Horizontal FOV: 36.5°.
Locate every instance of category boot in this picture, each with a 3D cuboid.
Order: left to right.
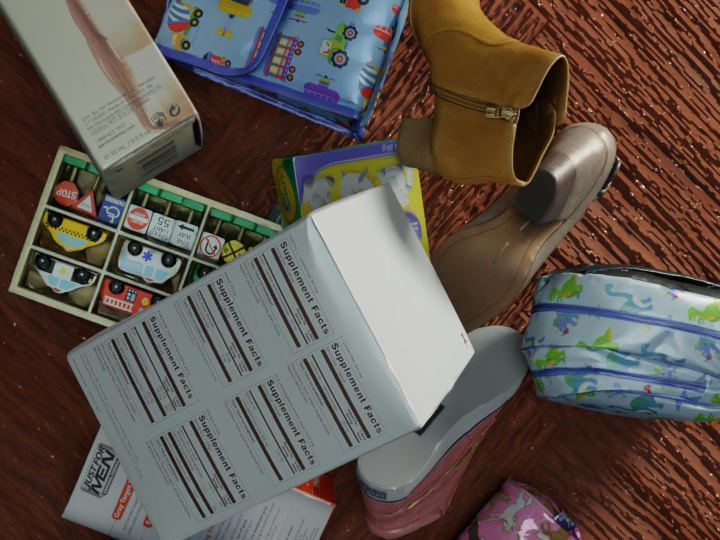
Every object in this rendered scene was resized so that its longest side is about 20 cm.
[{"bbox_3d":[0.100,-0.164,0.822,0.070,0.143,0.205,10,90,-40],"label":"boot"},{"bbox_3d":[0.136,-0.033,0.887,0.070,0.146,0.201,45,120,11],"label":"boot"}]

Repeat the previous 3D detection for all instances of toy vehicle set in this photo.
[{"bbox_3d":[-0.171,-0.010,0.893,0.197,0.027,0.126,19,89,-2],"label":"toy vehicle set"}]

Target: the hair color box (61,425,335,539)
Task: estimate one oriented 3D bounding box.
[{"bbox_3d":[-0.129,0.185,0.891,0.198,0.061,0.103,25,99,-8],"label":"hair color box"}]

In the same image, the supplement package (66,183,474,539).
[{"bbox_3d":[-0.053,0.057,0.761,0.198,0.191,0.149,-28,91,19],"label":"supplement package"}]

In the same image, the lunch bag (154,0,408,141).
[{"bbox_3d":[-0.066,-0.216,0.887,0.197,0.094,0.153,20,87,3],"label":"lunch bag"}]

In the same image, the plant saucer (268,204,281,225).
[{"bbox_3d":[-0.076,0.050,0.922,0.069,0.019,0.203,21,90,-7],"label":"plant saucer"}]

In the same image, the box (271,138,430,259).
[{"bbox_3d":[0.000,0.000,0.894,0.116,0.048,0.203,-13,100,-27],"label":"box"}]

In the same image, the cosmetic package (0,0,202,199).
[{"bbox_3d":[-0.208,-0.169,0.839,0.087,0.103,0.202,-32,87,-9],"label":"cosmetic package"}]

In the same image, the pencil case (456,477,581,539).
[{"bbox_3d":[0.105,0.277,0.923,0.083,0.086,0.201,39,87,-37],"label":"pencil case"}]

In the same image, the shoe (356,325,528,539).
[{"bbox_3d":[0.071,0.136,0.923,0.071,0.092,0.200,32,58,27],"label":"shoe"}]

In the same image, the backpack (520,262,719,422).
[{"bbox_3d":[0.231,0.059,0.886,0.198,0.163,0.155,27,85,-10],"label":"backpack"}]
